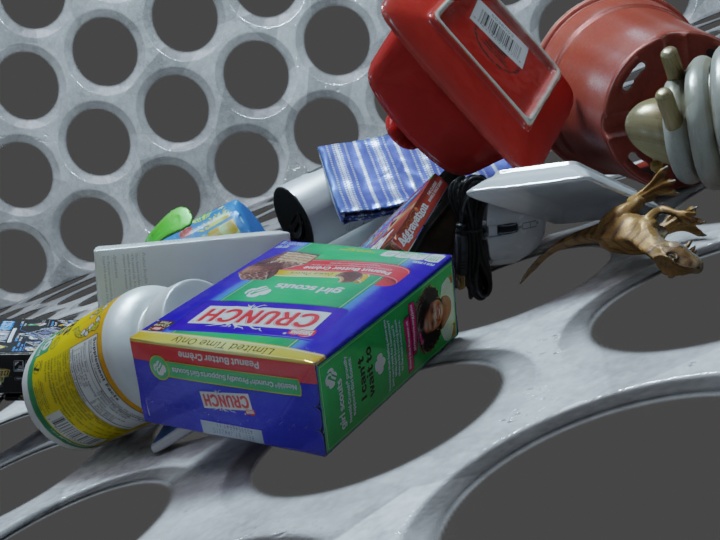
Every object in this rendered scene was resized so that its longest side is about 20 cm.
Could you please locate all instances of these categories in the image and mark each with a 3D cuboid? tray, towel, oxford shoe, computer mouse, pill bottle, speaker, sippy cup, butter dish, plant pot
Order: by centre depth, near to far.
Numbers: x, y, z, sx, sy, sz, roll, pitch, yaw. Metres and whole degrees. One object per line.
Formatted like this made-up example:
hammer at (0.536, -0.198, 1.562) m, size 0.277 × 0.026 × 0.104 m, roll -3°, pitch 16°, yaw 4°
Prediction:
tray at (0.179, -0.066, 0.897) m, size 0.107 × 0.022 × 0.200 m, roll -4°, pitch -7°, yaw 32°
pill bottle at (-0.196, 0.079, 0.906) m, size 0.199 × 0.113 × 0.113 m, roll -25°, pitch 6°, yaw 39°
oxford shoe at (0.067, -0.007, 0.967) m, size 0.200 × 0.084 × 0.073 m, roll -54°, pitch 9°, yaw -30°
computer mouse at (0.135, -0.043, 0.967) m, size 0.044 × 0.110 × 0.200 m, roll 0°, pitch 11°, yaw 27°
butter dish at (0.081, -0.168, 0.984) m, size 0.148 × 0.200 × 0.200 m, roll -38°, pitch 10°, yaw 39°
plant pot at (0.290, -0.174, 1.064) m, size 0.200 × 0.202 × 0.195 m, roll -22°, pitch 18°, yaw 3°
towel at (0.062, -0.112, 1.094) m, size 0.199 × 0.024 × 0.145 m, roll -11°, pitch 38°, yaw -5°
speaker at (0.004, -0.094, 1.164) m, size 0.199 × 0.082 × 0.081 m, roll -29°, pitch 11°, yaw -25°
sippy cup at (-0.177, -0.014, 1.291) m, size 0.130 × 0.140 × 0.178 m, roll -35°, pitch -1°, yaw 7°

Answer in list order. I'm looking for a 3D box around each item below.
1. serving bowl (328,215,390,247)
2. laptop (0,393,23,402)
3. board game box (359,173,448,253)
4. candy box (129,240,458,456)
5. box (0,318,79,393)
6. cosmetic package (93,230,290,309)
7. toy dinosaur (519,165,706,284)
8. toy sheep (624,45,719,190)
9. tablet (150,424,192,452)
serving bowl at (0.026, -0.015, 1.120) m, size 0.199 × 0.066 × 0.200 m, roll -22°, pitch 10°, yaw 4°
laptop at (-0.356, 0.167, 1.174) m, size 0.198 × 0.104 × 0.177 m, roll 2°, pitch 7°, yaw -9°
board game box at (0.000, 0.000, 0.943) m, size 0.200 × 0.019 × 0.103 m, roll -44°, pitch 11°, yaw 45°
candy box at (-0.044, 0.049, 0.790) m, size 0.168 × 0.078 × 0.200 m, roll 5°, pitch 26°, yaw 32°
box at (-0.330, 0.092, 1.168) m, size 0.197 × 0.050 × 0.200 m, roll 0°, pitch 7°, yaw -14°
cosmetic package at (-0.168, 0.021, 1.074) m, size 0.199 × 0.114 × 0.081 m, roll -4°, pitch 5°, yaw -14°
toy dinosaur at (0.205, -0.032, 0.827) m, size 0.106 × 0.061 × 0.200 m, roll -27°, pitch 10°, yaw -16°
toy sheep at (0.326, -0.134, 0.894) m, size 0.199 × 0.139 × 0.138 m, roll -3°, pitch 19°, yaw 30°
tablet at (-0.114, 0.094, 0.944) m, size 0.130 × 0.014 × 0.200 m, roll -34°, pitch 10°, yaw 9°
